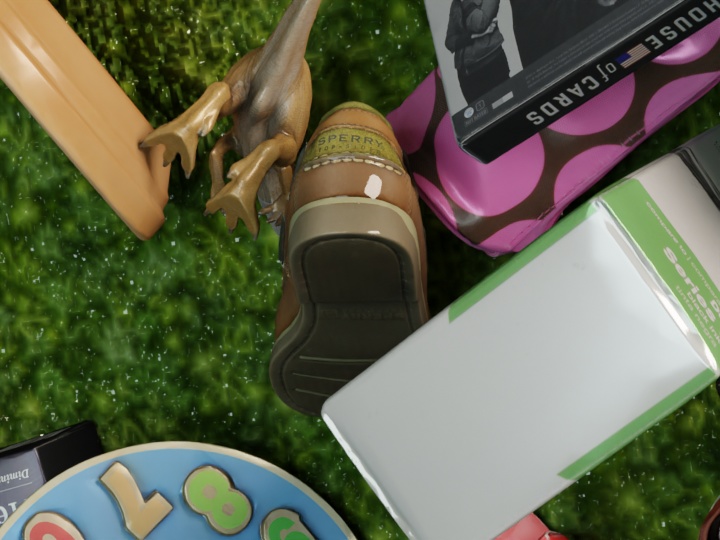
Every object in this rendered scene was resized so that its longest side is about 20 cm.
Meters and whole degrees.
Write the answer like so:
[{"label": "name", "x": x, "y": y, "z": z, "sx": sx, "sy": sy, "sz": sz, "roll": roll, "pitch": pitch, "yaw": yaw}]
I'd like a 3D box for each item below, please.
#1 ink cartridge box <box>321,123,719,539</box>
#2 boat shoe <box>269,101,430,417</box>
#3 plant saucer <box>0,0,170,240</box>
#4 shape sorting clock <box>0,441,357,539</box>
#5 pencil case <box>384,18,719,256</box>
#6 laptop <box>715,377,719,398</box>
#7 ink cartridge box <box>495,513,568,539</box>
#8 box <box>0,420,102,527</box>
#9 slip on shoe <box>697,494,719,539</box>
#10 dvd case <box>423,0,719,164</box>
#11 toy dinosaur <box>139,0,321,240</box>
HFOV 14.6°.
[{"label": "ink cartridge box", "x": 0.093, "y": 0.025, "z": 1.122, "sx": 0.146, "sy": 0.200, "sz": 0.084, "roll": -38, "pitch": 85, "yaw": 25}, {"label": "boat shoe", "x": 0.000, "y": 0.000, "z": 1.194, "sx": 0.072, "sy": 0.200, "sz": 0.068, "roll": 4, "pitch": 63, "yaw": -4}, {"label": "plant saucer", "x": -0.145, "y": -0.099, "z": 1.222, "sx": 0.037, "sy": 0.200, "sz": 0.200, "roll": -41, "pitch": 80, "yaw": -2}, {"label": "shape sorting clock", "x": -0.083, "y": 0.177, "z": 1.257, "sx": 0.199, "sy": 0.039, "sz": 0.201, "roll": 1, "pitch": 87, "yaw": -13}, {"label": "pencil case", "x": 0.105, "y": -0.087, "z": 1.162, "sx": 0.200, "sy": 0.091, "sz": 0.094, "roll": -41, "pitch": 82, "yaw": 26}, {"label": "laptop", "x": 0.270, "y": 0.094, "z": 1.066, "sx": 0.200, "sy": 0.116, "sz": 0.188, "roll": -24, "pitch": 106, "yaw": -3}, {"label": "ink cartridge box", "x": 0.081, "y": 0.195, "z": 1.208, "sx": 0.116, "sy": 0.067, "sz": 0.200, "roll": -43, "pitch": 79, "yaw": 3}, {"label": "box", "x": -0.206, "y": 0.169, "z": 1.333, "sx": 0.199, "sy": 0.079, "sz": 0.142, "roll": -17, "pitch": 93, "yaw": 18}, {"label": "slip on shoe", "x": 0.218, "y": 0.071, "z": 1.148, "sx": 0.200, "sy": 0.061, "sz": 0.074, "roll": -40, "pitch": 80, "yaw": 23}, {"label": "dvd case", "x": 0.084, "y": -0.158, "z": 1.132, "sx": 0.150, "sy": 0.025, "sz": 0.200, "roll": -32, "pitch": 47, "yaw": 25}, {"label": "toy dinosaur", "x": -0.039, "y": -0.078, "z": 1.187, "sx": 0.060, "sy": 0.106, "sz": 0.200, "roll": 30, "pitch": 144, "yaw": 8}]
